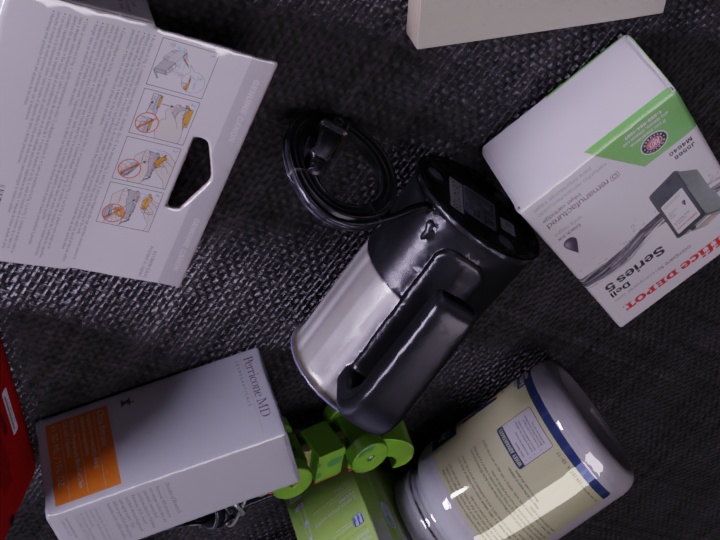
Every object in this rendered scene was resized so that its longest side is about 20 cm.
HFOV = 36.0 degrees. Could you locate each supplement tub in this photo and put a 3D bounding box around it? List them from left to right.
[{"bbox_3d":[0.146,0.200,1.072,0.199,0.146,0.145,-38,135,13],"label":"supplement tub"}]

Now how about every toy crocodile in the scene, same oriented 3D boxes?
[{"bbox_3d":[-0.041,0.165,0.998,0.197,0.068,0.062,-12,134,-28],"label":"toy crocodile"}]

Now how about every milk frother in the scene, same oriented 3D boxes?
[{"bbox_3d":[0.000,0.000,0.849,0.199,0.181,0.189,39,115,3],"label":"milk frother"}]

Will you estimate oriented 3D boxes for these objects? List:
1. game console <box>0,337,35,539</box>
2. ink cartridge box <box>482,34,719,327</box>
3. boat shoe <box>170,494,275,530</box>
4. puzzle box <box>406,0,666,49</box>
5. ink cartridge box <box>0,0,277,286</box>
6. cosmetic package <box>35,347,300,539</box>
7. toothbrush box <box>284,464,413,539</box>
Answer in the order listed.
[{"bbox_3d":[-0.339,0.144,0.825,0.117,0.174,0.202,7,134,6],"label":"game console"},{"bbox_3d":[0.213,-0.065,0.898,0.145,0.085,0.200,-38,135,13],"label":"ink cartridge box"},{"bbox_3d":[-0.130,0.202,1.005,0.197,0.068,0.072,0,131,-24],"label":"boat shoe"},{"bbox_3d":[0.130,-0.226,0.754,0.197,0.026,0.134,-11,134,-15],"label":"puzzle box"},{"bbox_3d":[-0.172,-0.087,0.734,0.174,0.045,0.201,9,127,-30],"label":"ink cartridge box"},{"bbox_3d":[-0.160,0.151,0.921,0.197,0.102,0.072,-19,135,-8],"label":"cosmetic package"},{"bbox_3d":[0.022,0.287,1.058,0.086,0.201,0.145,-37,134,14],"label":"toothbrush box"}]
